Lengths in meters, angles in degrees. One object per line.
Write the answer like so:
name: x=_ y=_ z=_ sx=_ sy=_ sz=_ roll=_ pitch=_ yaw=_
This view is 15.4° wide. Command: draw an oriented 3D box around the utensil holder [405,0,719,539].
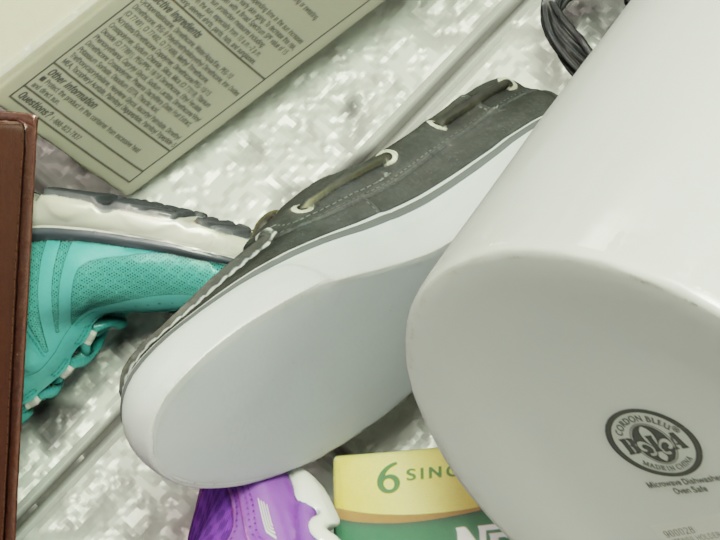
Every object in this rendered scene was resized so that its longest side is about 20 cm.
utensil holder: x=0.128 y=-0.015 z=0.714 sx=0.170 sy=0.170 sz=0.200 roll=26 pitch=56 yaw=22

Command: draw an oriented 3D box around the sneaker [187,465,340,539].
sneaker: x=-0.064 y=0.137 z=0.750 sx=0.088 sy=0.081 sz=0.201 roll=21 pitch=61 yaw=-12

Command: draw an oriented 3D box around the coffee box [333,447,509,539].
coffee box: x=0.053 y=0.146 z=0.759 sx=0.122 sy=0.044 sz=0.201 roll=-5 pitch=65 yaw=11

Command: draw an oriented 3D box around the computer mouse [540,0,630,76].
computer mouse: x=0.074 y=-0.127 z=0.876 sx=0.058 sy=0.034 sz=0.201 roll=-22 pitch=60 yaw=14

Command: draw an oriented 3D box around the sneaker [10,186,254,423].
sneaker: x=-0.117 y=0.018 z=0.853 sx=0.199 sy=0.077 sz=0.080 roll=-9 pitch=82 yaw=16

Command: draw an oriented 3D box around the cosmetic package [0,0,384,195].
cosmetic package: x=-0.037 y=-0.127 z=0.850 sx=0.200 sy=0.103 sz=0.087 roll=-35 pitch=61 yaw=8

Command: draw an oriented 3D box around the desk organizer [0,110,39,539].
desk organizer: x=-0.147 y=0.051 z=0.786 sx=0.071 sy=0.077 sz=0.201 roll=4 pitch=94 yaw=15

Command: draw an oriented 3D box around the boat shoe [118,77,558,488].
boat shoe: x=0.000 y=0.000 z=0.801 sx=0.200 sy=0.069 sz=0.057 roll=-29 pitch=48 yaw=-33
